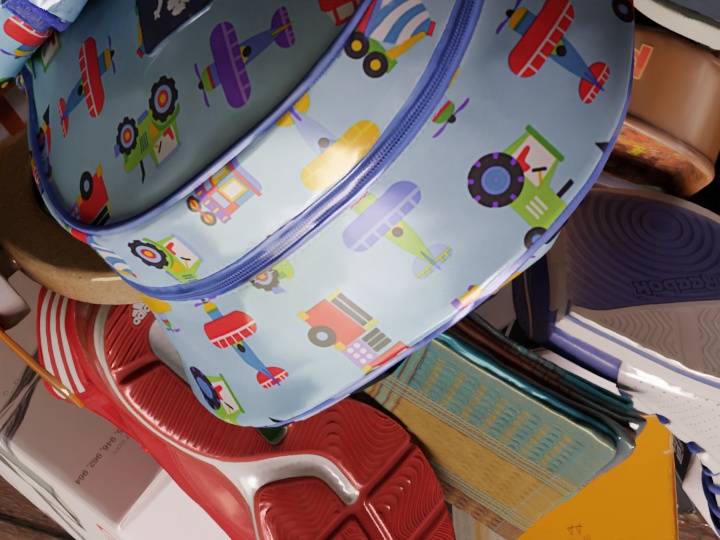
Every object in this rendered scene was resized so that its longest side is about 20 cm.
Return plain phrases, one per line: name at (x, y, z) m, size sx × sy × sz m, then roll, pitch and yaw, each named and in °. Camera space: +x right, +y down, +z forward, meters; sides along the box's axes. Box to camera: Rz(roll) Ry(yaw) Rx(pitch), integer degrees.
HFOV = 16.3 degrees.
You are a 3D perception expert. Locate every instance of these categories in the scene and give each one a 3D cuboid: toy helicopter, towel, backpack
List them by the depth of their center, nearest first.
backpack at (-0.021, -0.071, 0.645) m, size 0.182 × 0.201 × 0.134 m, roll -33°, pitch 131°, yaw 31°
toy helicopter at (-0.125, -0.035, 0.833) m, size 0.199 × 0.133 × 0.079 m, roll 13°, pitch 160°, yaw 26°
towel at (0.019, 0.040, 0.911) m, size 0.146 × 0.022 × 0.200 m, roll 33°, pitch 164°, yaw 2°

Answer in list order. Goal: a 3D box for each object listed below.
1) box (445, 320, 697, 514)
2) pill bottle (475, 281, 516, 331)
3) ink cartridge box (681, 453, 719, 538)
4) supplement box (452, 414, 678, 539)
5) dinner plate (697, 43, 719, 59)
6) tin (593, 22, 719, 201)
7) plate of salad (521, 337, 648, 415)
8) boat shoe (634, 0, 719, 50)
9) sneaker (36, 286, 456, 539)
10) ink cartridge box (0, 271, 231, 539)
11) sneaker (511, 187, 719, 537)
box at (0.074, 0.070, 1.238) m, size 0.159 × 0.044 × 0.200 m, roll -1°, pitch 156°, yaw 17°
pill bottle at (0.000, 0.000, 1.048) m, size 0.113 × 0.114 × 0.200 m, roll 23°, pitch 162°, yaw -13°
ink cartridge box at (0.264, 0.105, 1.130) m, size 0.199 × 0.085 × 0.146 m, roll 13°, pitch 162°, yaw 27°
supplement box at (0.090, 0.136, 1.111) m, size 0.073 × 0.127 × 0.200 m, roll -3°, pitch 172°, yaw -6°
dinner plate at (0.202, -0.043, 0.803) m, size 0.199 × 0.024 × 0.200 m, roll 22°, pitch 177°, yaw 1°
tin at (0.067, -0.060, 0.860) m, size 0.111 × 0.042 × 0.200 m, roll 17°, pitch 176°, yaw 0°
plate of salad at (0.138, 0.029, 1.009) m, size 0.198 × 0.048 × 0.200 m, roll -2°, pitch 171°, yaw 0°
boat shoe at (0.153, -0.086, 0.693) m, size 0.199 × 0.075 × 0.062 m, roll 26°, pitch 166°, yaw 30°
sneaker at (-0.046, 0.063, 0.958) m, size 0.200 × 0.078 × 0.115 m, roll 55°, pitch 162°, yaw -27°
ink cartridge box at (-0.110, 0.069, 1.099) m, size 0.200 × 0.084 × 0.146 m, roll 33°, pitch 164°, yaw 38°
sneaker at (0.137, 0.054, 0.882) m, size 0.198 × 0.081 × 0.115 m, roll 18°, pitch 134°, yaw -13°
